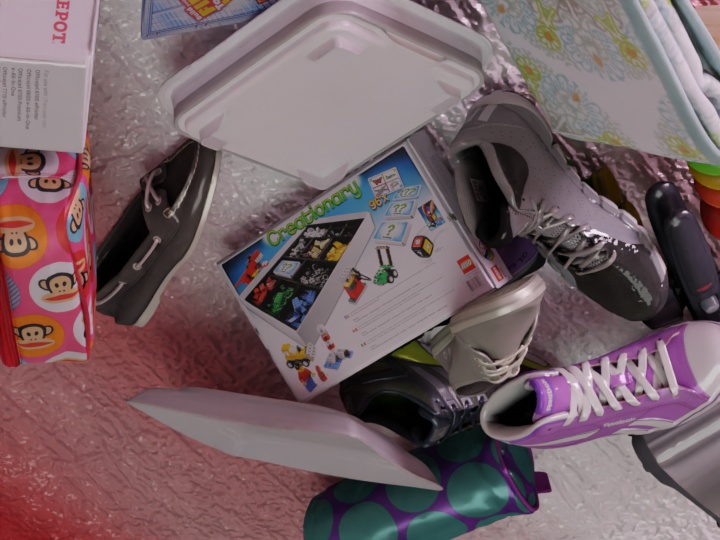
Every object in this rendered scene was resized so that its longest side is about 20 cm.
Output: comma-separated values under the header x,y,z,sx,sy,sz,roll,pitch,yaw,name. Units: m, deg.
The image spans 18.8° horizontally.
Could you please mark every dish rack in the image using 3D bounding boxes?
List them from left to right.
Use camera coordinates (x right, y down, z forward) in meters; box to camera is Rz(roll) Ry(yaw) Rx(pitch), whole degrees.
x,y,z,sx,sy,sz,roll,pitch,yaw,name
-0.023,-0.119,1.488,0.171,0.044,0.200,20,143,-38,dish rack

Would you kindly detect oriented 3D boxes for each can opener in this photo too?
x,y,z,sx,sy,sz,roll,pitch,yaw,name
0.241,-0.003,1.606,0.078,0.064,0.200,-35,155,-5,can opener

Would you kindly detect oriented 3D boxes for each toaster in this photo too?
x,y,z,sx,sy,sz,roll,pitch,yaw,name
0.297,0.116,1.724,0.129,0.114,0.200,-34,130,24,toaster

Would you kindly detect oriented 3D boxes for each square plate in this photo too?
x,y,z,sx,sy,sz,roll,pitch,yaw,name
-0.054,0.129,1.702,0.199,0.029,0.198,7,166,24,square plate

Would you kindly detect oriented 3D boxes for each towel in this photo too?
x,y,z,sx,sy,sz,roll,pitch,yaw,name
0.158,-0.157,1.430,0.048,0.171,0.200,-46,125,-19,towel

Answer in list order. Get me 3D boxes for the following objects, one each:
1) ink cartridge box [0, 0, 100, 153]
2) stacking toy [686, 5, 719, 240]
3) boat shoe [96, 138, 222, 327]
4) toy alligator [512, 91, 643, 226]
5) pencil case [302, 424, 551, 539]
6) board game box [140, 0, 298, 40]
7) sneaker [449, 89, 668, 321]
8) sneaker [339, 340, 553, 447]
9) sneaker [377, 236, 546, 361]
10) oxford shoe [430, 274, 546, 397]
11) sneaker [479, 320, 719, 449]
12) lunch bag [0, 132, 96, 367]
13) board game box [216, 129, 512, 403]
x,y,z,sx,sy,sz,roll,pitch,yaw,name
-0.271,-0.160,1.417,0.198,0.146,0.084,4,135,-6,ink cartridge box
0.262,-0.092,1.550,0.085,0.086,0.201,-12,139,11,stacking toy
-0.157,-0.029,1.605,0.057,0.067,0.200,12,136,-20,boat shoe
0.158,-0.049,1.601,0.059,0.054,0.200,-24,130,20,toy alligator
0.052,0.196,1.815,0.199,0.086,0.092,-25,136,20,pencil case
-0.080,-0.238,1.406,0.199,0.062,0.200,-20,132,16,board game box
0.128,-0.025,1.522,0.200,0.116,0.075,48,125,-3,sneaker
0.073,0.106,1.731,0.198,0.081,0.074,6,134,-8,sneaker
0.062,0.024,1.660,0.087,0.076,0.200,24,132,-34,sneaker
0.098,0.049,1.570,0.075,0.058,0.200,-21,169,-15,oxford shoe
0.183,0.091,1.619,0.200,0.073,0.114,-25,164,26,sneaker
-0.220,-0.035,1.505,0.081,0.201,0.177,-5,134,-3,lunch bag
0.000,0.000,1.602,0.199,0.035,0.127,-31,89,32,board game box
